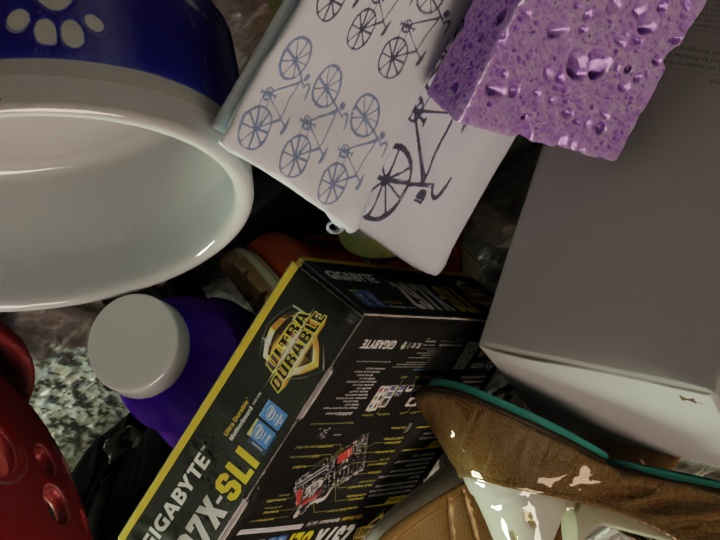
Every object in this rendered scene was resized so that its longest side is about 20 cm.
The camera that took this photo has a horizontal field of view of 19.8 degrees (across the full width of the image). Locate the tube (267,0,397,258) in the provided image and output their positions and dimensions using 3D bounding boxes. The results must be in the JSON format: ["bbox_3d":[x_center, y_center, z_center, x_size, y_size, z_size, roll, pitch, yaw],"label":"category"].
[{"bbox_3d":[-0.003,-0.098,0.930,0.058,0.052,0.200,-45,138,-33],"label":"tube"}]

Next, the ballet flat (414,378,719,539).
[{"bbox_3d":[0.107,0.116,1.012,0.200,0.073,0.068,22,171,-29],"label":"ballet flat"}]

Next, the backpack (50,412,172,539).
[{"bbox_3d":[-0.097,0.173,1.151,0.167,0.200,0.126,-22,144,39],"label":"backpack"}]

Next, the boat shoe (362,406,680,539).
[{"bbox_3d":[0.076,0.113,1.075,0.200,0.069,0.071,-24,117,-25],"label":"boat shoe"}]

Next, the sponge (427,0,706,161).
[{"bbox_3d":[0.117,-0.147,0.891,0.111,0.030,0.200,10,115,-44],"label":"sponge"}]

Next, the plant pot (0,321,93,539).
[{"bbox_3d":[-0.245,0.128,1.069,0.200,0.183,0.201,-14,149,-8],"label":"plant pot"}]

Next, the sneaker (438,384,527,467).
[{"bbox_3d":[0.126,0.071,1.331,0.200,0.077,0.084,-35,131,21],"label":"sneaker"}]

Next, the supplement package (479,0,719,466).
[{"bbox_3d":[0.154,-0.022,1.006,0.119,0.200,0.121,11,162,24],"label":"supplement package"}]

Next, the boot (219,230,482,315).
[{"bbox_3d":[0.000,0.000,1.058,0.107,0.075,0.200,-44,160,7],"label":"boot"}]

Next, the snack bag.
[{"bbox_3d":[0.034,-0.099,0.902,0.189,0.021,0.200,-60,145,-4],"label":"snack bag"}]

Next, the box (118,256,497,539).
[{"bbox_3d":[-0.011,0.074,0.998,0.160,0.049,0.200,-56,157,14],"label":"box"}]

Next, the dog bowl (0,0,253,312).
[{"bbox_3d":[-0.148,-0.056,0.883,0.200,0.079,0.200,-6,157,-3],"label":"dog bowl"}]

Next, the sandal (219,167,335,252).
[{"bbox_3d":[0.000,-0.074,1.026,0.200,0.043,0.076,-39,155,23],"label":"sandal"}]

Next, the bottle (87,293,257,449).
[{"bbox_3d":[-0.072,0.057,1.033,0.065,0.084,0.200,-23,160,14],"label":"bottle"}]

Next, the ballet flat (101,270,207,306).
[{"bbox_3d":[-0.096,0.018,1.125,0.057,0.066,0.200,-58,154,-12],"label":"ballet flat"}]
